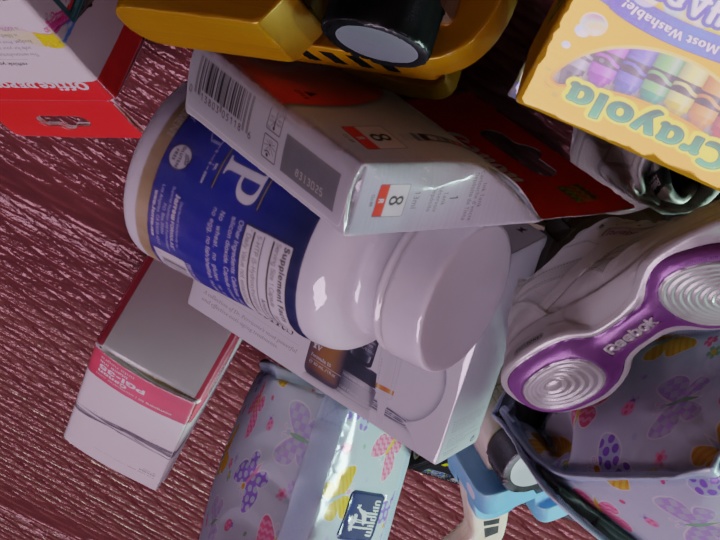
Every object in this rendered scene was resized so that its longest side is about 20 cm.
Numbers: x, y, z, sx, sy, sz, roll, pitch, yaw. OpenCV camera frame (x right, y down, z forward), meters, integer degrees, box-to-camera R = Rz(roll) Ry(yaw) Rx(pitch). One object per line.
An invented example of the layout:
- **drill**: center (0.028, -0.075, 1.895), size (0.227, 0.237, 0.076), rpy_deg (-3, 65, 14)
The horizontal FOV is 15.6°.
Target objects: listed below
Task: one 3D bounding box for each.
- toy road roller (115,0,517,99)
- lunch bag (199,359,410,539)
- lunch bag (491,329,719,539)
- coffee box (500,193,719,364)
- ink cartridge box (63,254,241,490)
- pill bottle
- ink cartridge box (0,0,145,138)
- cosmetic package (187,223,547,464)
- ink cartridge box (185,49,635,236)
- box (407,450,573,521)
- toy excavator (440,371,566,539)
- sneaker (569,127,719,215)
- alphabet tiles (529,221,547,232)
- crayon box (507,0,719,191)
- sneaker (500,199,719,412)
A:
- **toy road roller**: center (-0.015, -0.155, 1.348), size (0.200, 0.123, 0.146), rpy_deg (10, 164, 22)
- **lunch bag**: center (-0.039, 0.159, 1.860), size (0.127, 0.170, 0.200), rpy_deg (18, 177, -3)
- **lunch bag**: center (0.190, 0.116, 1.455), size (0.170, 0.127, 0.200), rpy_deg (39, 156, -30)
- **coffee box**: center (0.191, 0.018, 1.532), size (0.200, 0.114, 0.080), rpy_deg (-6, 143, 46)
- **ink cartridge box**: center (-0.129, 0.048, 1.807), size (0.083, 0.147, 0.200), rpy_deg (29, 155, -1)
- **pill bottle**: center (-0.022, -0.025, 1.467), size (0.200, 0.120, 0.120), rpy_deg (26, 159, 26)
- **ink cartridge box**: center (-0.207, -0.160, 1.548), size (0.116, 0.067, 0.200), rpy_deg (4, 150, 35)
- **cosmetic package**: center (0.000, 0.000, 1.568), size (0.200, 0.052, 0.151), rpy_deg (31, 120, 25)
- **ink cartridge box**: center (0.031, -0.077, 1.403), size (0.200, 0.050, 0.162), rpy_deg (-8, -148, -35)
- **box**: center (0.149, 0.141, 1.836), size (0.200, 0.044, 0.160), rpy_deg (18, 168, -11)
- **toy excavator**: center (0.092, 0.137, 1.696), size (0.200, 0.194, 0.100), rpy_deg (83, 161, -50)
- **sneaker**: center (0.163, -0.065, 1.431), size (0.075, 0.081, 0.200), rpy_deg (25, 157, -11)
- **alphabet tiles**: center (0.027, -0.038, 1.679), size (0.200, 0.006, 0.166), rpy_deg (20, 156, 4)
- **crayon box**: center (0.160, -0.118, 1.266), size (0.126, 0.052, 0.200), rpy_deg (23, 131, -4)
- **sneaker**: center (0.153, -0.005, 1.381), size (0.200, 0.100, 0.075), rpy_deg (-29, 128, 28)
